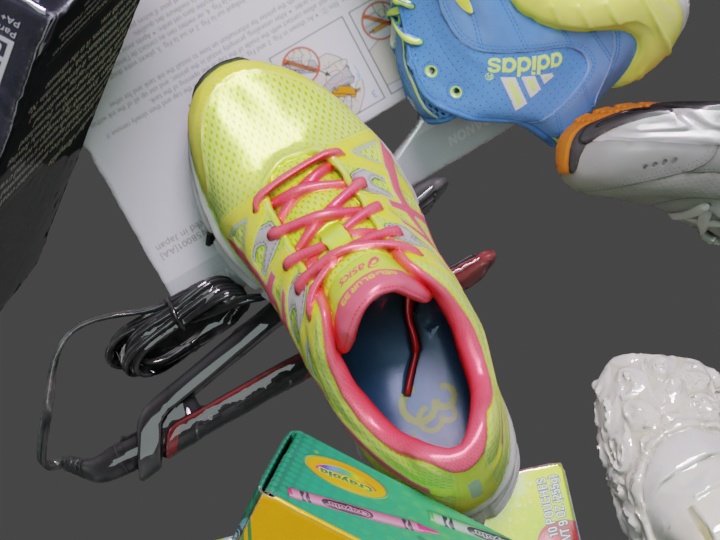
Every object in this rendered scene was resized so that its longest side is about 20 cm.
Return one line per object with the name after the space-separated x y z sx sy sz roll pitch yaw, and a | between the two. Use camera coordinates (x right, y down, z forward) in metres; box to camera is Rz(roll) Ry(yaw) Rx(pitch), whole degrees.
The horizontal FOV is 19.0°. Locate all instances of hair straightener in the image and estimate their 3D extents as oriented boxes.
-0.048 0.017 0.857 0.199 0.041 0.077 -31 84 0 | hair straightener

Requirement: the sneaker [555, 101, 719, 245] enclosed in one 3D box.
0.169 -0.016 0.832 0.199 0.076 0.093 6 93 -14 | sneaker

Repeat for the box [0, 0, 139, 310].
-0.198 -0.089 0.771 0.199 0.123 0.199 30 127 1 | box

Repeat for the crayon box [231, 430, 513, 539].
0.035 0.157 0.756 0.199 0.058 0.119 27 110 1 | crayon box

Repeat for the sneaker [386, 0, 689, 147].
0.031 -0.116 0.814 0.200 0.076 0.105 32 95 -21 | sneaker

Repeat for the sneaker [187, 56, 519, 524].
0.000 0.000 0.790 0.078 0.090 0.200 -33 79 -5 | sneaker

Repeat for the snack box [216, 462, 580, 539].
0.031 0.187 0.830 0.141 0.053 0.201 -13 84 -1 | snack box

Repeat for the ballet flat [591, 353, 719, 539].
0.149 0.122 0.834 0.071 0.072 0.201 -20 85 -3 | ballet flat

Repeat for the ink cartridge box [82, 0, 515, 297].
-0.032 -0.105 0.863 0.199 0.044 0.174 -30 111 -5 | ink cartridge box
